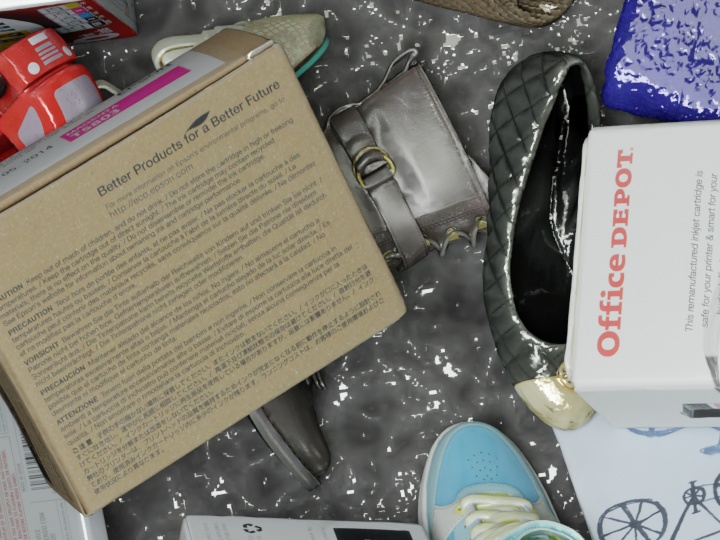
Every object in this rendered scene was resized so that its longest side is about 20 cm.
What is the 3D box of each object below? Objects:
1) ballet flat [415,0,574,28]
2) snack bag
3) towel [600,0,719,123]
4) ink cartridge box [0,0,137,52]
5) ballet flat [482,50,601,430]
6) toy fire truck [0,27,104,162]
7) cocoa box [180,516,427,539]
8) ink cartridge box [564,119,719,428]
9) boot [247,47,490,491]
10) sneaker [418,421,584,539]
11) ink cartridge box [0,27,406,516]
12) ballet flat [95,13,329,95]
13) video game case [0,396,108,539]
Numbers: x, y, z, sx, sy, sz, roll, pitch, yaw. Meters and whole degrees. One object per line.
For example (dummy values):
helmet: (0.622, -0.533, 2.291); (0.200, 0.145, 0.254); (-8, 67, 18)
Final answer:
ballet flat: (0.020, -0.172, 1.619); (0.199, 0.046, 0.068); (16, 89, 4)
snack bag: (0.204, 0.103, 1.552); (0.187, 0.021, 0.201); (-18, 44, 2)
towel: (0.238, -0.130, 1.605); (0.199, 0.050, 0.149); (16, 87, 2)
ink cartridge box: (-0.216, -0.159, 1.558); (0.174, 0.200, 0.084); (-7, 89, 4)
ballet flat: (0.100, -0.016, 1.583); (0.066, 0.057, 0.201); (-3, 85, -21)
toy fire truck: (-0.181, -0.018, 1.574); (0.141, 0.049, 0.200); (50, 129, 3)
cocoa box: (-0.020, 0.225, 1.470); (0.132, 0.200, 0.132); (3, 112, -12)
ink cartridge box: (0.214, 0.001, 1.533); (0.199, 0.084, 0.145); (-1, 70, 21)
boot: (0.000, 0.000, 1.609); (0.173, 0.069, 0.201); (-22, 94, -5)
sneaker: (0.082, 0.141, 1.536); (0.079, 0.131, 0.201); (-6, 57, -12)
ink cartridge box: (-0.100, -0.002, 1.500); (0.199, 0.075, 0.165); (-31, 111, -14)
ballet flat: (-0.108, -0.087, 1.611); (0.200, 0.067, 0.062); (-38, 111, 2)
video game case: (-0.213, 0.146, 1.595); (0.181, 0.023, 0.201); (-9, 95, 28)
